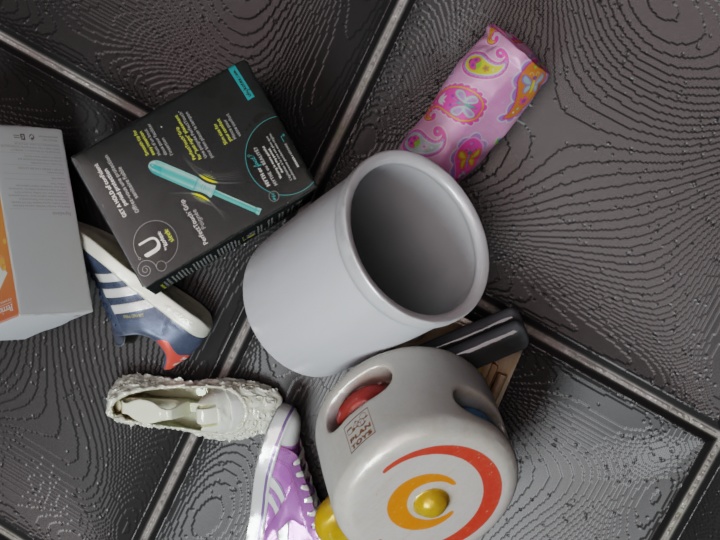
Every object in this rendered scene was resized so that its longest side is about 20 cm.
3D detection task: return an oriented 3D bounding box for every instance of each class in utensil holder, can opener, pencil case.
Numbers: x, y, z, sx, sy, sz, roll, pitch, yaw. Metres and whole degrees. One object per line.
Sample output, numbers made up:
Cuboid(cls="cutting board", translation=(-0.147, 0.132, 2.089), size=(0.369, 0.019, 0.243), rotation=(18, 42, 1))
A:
Cuboid(cls="utensil holder", translation=(0.000, 0.000, 1.320), size=(0.199, 0.169, 0.171), rotation=(-30, 89, 50))
Cuboid(cls="can opener", translation=(0.079, 0.101, 1.370), size=(0.198, 0.053, 0.067), rotation=(-28, 119, 8))
Cuboid(cls="pencil case", translation=(0.102, -0.148, 1.365), size=(0.087, 0.087, 0.201), rotation=(39, 103, 5))

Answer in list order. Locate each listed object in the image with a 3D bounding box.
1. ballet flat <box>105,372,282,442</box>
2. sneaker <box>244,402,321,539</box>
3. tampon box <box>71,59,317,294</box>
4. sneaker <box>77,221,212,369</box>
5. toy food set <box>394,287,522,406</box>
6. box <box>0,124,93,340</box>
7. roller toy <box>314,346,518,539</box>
Cuboid(cls="ballet flat", translation=(-0.185, 0.152, 1.465), size=(0.197, 0.072, 0.073), rotation=(2, 96, 11))
Cuboid(cls="sneaker", translation=(-0.059, 0.243, 1.449), size=(0.113, 0.073, 0.203), rotation=(11, 108, 7))
Cuboid(cls="tampon box", translation=(-0.166, -0.091, 1.375), size=(0.198, 0.126, 0.151), rotation=(-30, 89, -6))
Cuboid(cls="sneaker", translation=(-0.258, 0.030, 1.462), size=(0.199, 0.075, 0.085), rotation=(39, 102, 7))
Cuboid(cls="toy food set", translation=(0.068, 0.138, 1.411), size=(0.142, 0.060, 0.202), rotation=(25, 101, 9))
Cuboid(cls="box", translation=(-0.371, -0.037, 1.427), size=(0.123, 0.097, 0.203), rotation=(-19, 79, 38))
Cuboid(cls="roller toy", translation=(0.051, 0.180, 1.296), size=(0.197, 0.140, 0.184), rotation=(-5, 126, -11))
